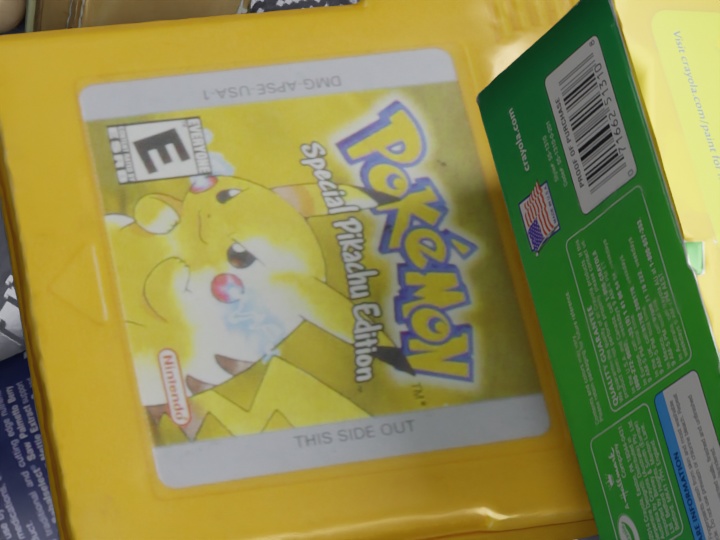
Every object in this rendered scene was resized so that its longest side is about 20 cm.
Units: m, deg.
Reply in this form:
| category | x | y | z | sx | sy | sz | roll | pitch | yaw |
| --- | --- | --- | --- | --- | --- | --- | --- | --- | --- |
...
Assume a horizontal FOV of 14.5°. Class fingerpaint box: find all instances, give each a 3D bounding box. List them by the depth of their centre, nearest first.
| category | x | y | z | sx | sy | sz | roll | pitch | yaw |
| --- | --- | --- | --- | --- | --- | --- | --- | --- | --- |
| fingerpaint box | 0.139 | 0.026 | 0.786 | 0.167 | 0.073 | 0.200 | -1 | 65 | -33 |

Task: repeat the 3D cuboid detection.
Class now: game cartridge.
| category | x | y | z | sx | sy | sz | roll | pitch | yaw |
| --- | --- | --- | --- | --- | --- | --- | --- | --- | --- |
| game cartridge | 0.000 | 0.000 | 0.820 | 0.200 | 0.032 | 0.177 | -8 | 65 | -12 |

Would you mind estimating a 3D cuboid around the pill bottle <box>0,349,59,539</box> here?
| category | x | y | z | sx | sy | sz | roll | pitch | yaw |
| --- | --- | --- | --- | --- | --- | --- | --- | --- | --- |
| pill bottle | -0.086 | 0.077 | 0.871 | 0.200 | 0.112 | 0.112 | -23 | 97 | -3 |

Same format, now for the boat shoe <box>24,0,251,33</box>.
| category | x | y | z | sx | sy | sz | roll | pitch | yaw |
| --- | --- | --- | --- | --- | --- | --- | --- | --- | --- |
| boat shoe | -0.055 | -0.116 | 0.870 | 0.072 | 0.076 | 0.200 | 11 | 95 | -19 |

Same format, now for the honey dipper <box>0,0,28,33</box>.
| category | x | y | z | sx | sy | sz | roll | pitch | yaw |
| --- | --- | --- | --- | --- | --- | --- | --- | --- | --- |
| honey dipper | -0.204 | -0.100 | 0.886 | 0.200 | 0.038 | 0.038 | 11 | 94 | -10 |
